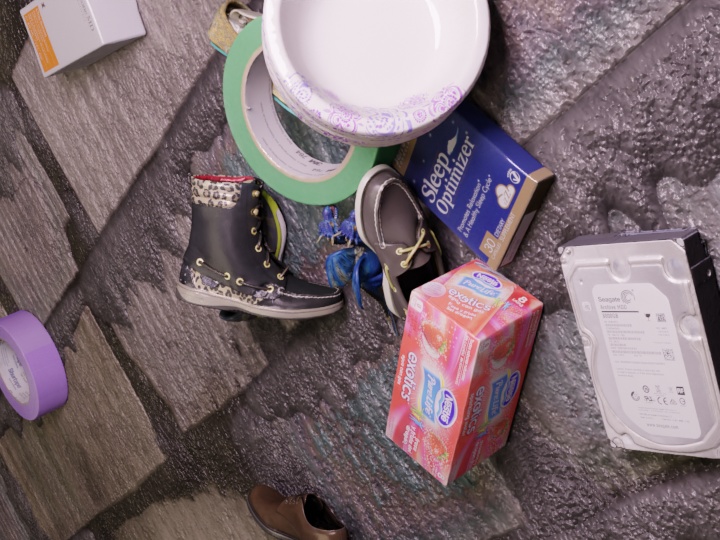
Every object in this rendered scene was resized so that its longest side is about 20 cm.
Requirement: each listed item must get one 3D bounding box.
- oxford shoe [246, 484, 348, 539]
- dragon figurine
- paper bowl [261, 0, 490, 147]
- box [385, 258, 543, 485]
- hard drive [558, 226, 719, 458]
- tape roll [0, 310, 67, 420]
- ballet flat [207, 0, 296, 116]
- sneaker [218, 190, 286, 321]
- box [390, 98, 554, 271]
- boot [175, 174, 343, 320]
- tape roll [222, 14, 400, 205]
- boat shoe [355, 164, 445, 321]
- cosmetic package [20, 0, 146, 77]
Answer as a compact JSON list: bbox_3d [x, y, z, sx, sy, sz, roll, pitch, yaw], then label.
[{"bbox_3d":[-0.082,0.335,1.564,0.199,0.072,0.085,22,110,41],"label":"oxford shoe"},{"bbox_3d":[0.000,0.000,1.223,0.059,0.099,0.201,34,140,34],"label":"dragon figurine"},{"bbox_3d":[0.010,-0.212,1.017,0.202,0.199,0.104,64,174,0],"label":"paper bowl"},{"bbox_3d":[0.103,0.104,1.158,0.094,0.102,0.201,36,134,32],"label":"box"},{"bbox_3d":[0.258,0.065,0.996,0.139,0.038,0.202,-2,108,51],"label":"hard drive"},{"bbox_3d":[-0.638,0.181,2.157,0.199,0.065,0.202,28,130,40],"label":"tape roll"},{"bbox_3d":[-0.095,-0.235,1.243,0.200,0.070,0.071,42,138,28],"label":"ballet flat"},{"bbox_3d":[-0.141,-0.018,1.408,0.074,0.081,0.202,26,128,40],"label":"sneaker"},{"bbox_3d":[0.091,-0.108,1.108,0.200,0.032,0.122,47,140,25],"label":"box"},{"bbox_3d":[-0.115,-0.028,1.333,0.201,0.074,0.155,7,102,4],"label":"boot"},{"bbox_3d":[-0.051,-0.168,1.151,0.199,0.048,0.202,18,123,31],"label":"tape roll"},{"bbox_3d":[0.050,-0.019,1.151,0.060,0.072,0.202,37,156,43],"label":"boat shoe"},{"bbox_3d":[-0.377,-0.335,1.526,0.199,0.071,0.102,-9,103,52],"label":"cosmetic package"}]
